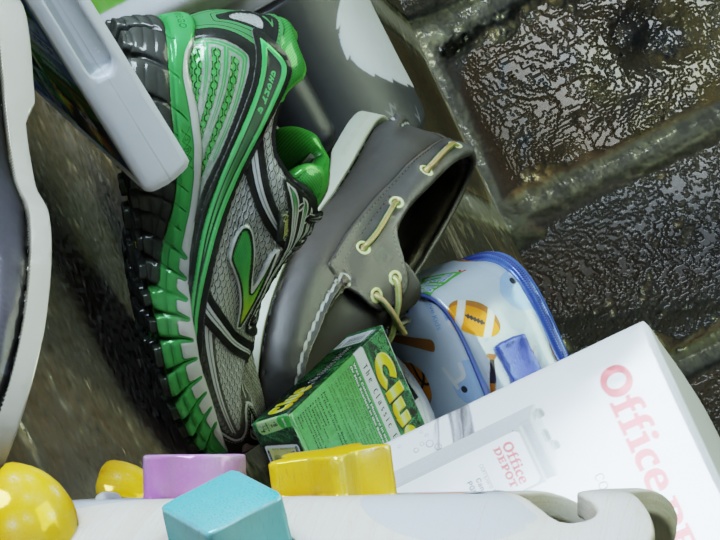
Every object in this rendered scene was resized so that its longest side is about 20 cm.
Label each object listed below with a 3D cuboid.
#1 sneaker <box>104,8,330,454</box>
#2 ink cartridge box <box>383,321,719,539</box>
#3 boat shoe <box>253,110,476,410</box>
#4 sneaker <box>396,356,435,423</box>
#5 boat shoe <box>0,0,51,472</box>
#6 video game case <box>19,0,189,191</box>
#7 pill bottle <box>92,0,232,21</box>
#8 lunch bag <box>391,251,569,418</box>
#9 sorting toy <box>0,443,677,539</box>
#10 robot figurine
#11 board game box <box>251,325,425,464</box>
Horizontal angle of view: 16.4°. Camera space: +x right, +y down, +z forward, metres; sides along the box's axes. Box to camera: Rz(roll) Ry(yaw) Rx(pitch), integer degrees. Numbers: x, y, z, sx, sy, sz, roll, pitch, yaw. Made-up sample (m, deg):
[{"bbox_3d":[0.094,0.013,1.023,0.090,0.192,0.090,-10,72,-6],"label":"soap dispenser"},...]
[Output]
[{"bbox_3d":[-0.050,-0.009,0.987,0.078,0.085,0.200,-113,-162,-54],"label":"sneaker"},{"bbox_3d":[0.051,0.129,0.902,0.083,0.200,0.147,54,12,-54],"label":"ink cartridge box"},{"bbox_3d":[0.000,0.000,1.153,0.072,0.061,0.201,87,19,-44],"label":"boat shoe"},{"bbox_3d":[-0.003,0.091,1.138,0.200,0.073,0.112,68,9,24],"label":"sneaker"},{"bbox_3d":[-0.134,-0.016,0.758,0.063,0.073,0.200,12,42,-22],"label":"boat shoe"},{"bbox_3d":[-0.143,-0.131,0.894,0.182,0.022,0.200,60,-11,-29],"label":"video game case"},{"bbox_3d":[-0.128,-0.198,1.101,0.200,0.111,0.111,64,8,-2],"label":"pill bottle"},{"bbox_3d":[0.061,0.096,1.242,0.160,0.076,0.200,-24,-89,53],"label":"lunch bag"},{"bbox_3d":[0.001,0.093,0.722,0.200,0.180,0.107,21,58,-79],"label":"sorting toy"},{"bbox_3d":[-0.041,-0.103,1.309,0.150,0.125,0.200,-9,-67,52],"label":"robot figurine"},{"bbox_3d":[0.022,0.132,1.050,0.105,0.023,0.200,-38,107,-59],"label":"board game box"}]
